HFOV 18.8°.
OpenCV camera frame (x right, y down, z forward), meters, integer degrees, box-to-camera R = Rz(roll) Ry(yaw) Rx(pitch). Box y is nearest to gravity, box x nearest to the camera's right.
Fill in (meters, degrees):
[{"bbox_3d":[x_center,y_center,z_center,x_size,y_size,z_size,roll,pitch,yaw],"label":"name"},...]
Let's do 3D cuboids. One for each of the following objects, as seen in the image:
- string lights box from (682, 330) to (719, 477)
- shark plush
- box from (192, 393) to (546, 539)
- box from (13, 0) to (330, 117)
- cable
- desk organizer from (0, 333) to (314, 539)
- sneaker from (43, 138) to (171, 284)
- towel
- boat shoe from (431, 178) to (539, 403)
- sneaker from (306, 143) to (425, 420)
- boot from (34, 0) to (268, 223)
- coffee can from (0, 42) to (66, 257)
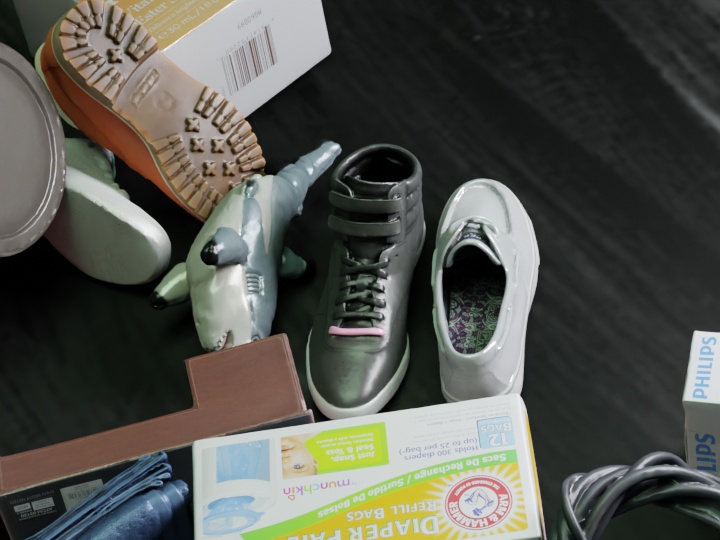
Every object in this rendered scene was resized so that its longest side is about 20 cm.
[{"bbox_3d":[0.293,0.096,1.276,0.199,0.103,0.059,5,48,15],"label":"string lights box"},{"bbox_3d":[-0.069,-0.014,1.493,0.083,0.091,0.200,39,39,-11],"label":"shark plush"},{"bbox_3d":[0.009,0.158,1.276,0.199,0.101,0.113,-9,45,3],"label":"box"},{"bbox_3d":[-0.148,-0.203,1.648,0.152,0.106,0.200,-40,52,-24],"label":"box"},{"bbox_3d":[0.176,0.195,1.205,0.163,0.051,0.200,-44,84,-12],"label":"cable"},{"bbox_3d":[-0.128,0.112,1.371,0.199,0.072,0.077,-15,43,-3],"label":"desk organizer"},{"bbox_3d":[-0.197,-0.058,1.552,0.200,0.075,0.088,25,43,31],"label":"sneaker"},{"bbox_3d":[-0.182,0.194,1.273,0.200,0.112,0.049,-36,57,-21],"label":"towel"},{"bbox_3d":[0.076,0.003,1.433,0.072,0.069,0.200,1,47,13],"label":"boat shoe"},{"bbox_3d":[0.000,0.000,1.431,0.071,0.099,0.200,4,49,12],"label":"sneaker"},{"bbox_3d":[-0.149,-0.102,1.541,0.075,0.200,0.107,-48,14,-25],"label":"boot"},{"bbox_3d":[-0.323,-0.072,1.490,0.200,0.146,0.147,-7,42,35],"label":"coffee can"}]
